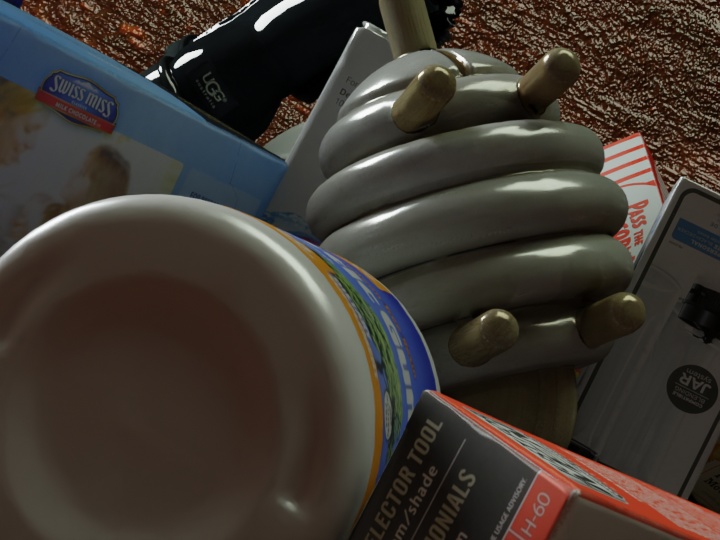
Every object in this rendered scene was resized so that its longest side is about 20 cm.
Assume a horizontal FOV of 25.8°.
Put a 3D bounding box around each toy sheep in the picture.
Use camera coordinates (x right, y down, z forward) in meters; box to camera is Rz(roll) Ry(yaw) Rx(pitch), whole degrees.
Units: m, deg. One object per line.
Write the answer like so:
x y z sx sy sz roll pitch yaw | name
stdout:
0.041 -0.017 0.602 0.137 0.201 0.138 -9 -11 -2 | toy sheep

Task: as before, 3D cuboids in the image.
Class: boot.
-0.025 -0.126 0.855 0.077 0.168 0.200 61 8 -7 | boot

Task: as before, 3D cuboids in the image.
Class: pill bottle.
-0.035 0.043 0.465 0.112 0.112 0.200 28 1 11 | pill bottle

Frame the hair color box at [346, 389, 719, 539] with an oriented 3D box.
0.078 0.113 0.401 0.200 0.102 0.061 25 4 -36 | hair color box

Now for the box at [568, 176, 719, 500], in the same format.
0.117 0.066 0.673 0.060 0.201 0.117 26 4 8 | box

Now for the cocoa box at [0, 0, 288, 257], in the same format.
-0.154 -0.039 0.635 0.131 0.134 0.200 30 4 37 | cocoa box

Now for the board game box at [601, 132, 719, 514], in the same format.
0.181 0.047 0.872 0.200 0.046 0.152 57 19 -35 | board game box

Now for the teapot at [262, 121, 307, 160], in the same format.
0.014 0.011 0.916 0.199 0.198 0.146 -9 20 -25 | teapot

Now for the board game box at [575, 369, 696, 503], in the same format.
0.138 0.083 0.871 0.196 0.056 0.201 21 49 -70 | board game box

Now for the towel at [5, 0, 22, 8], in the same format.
-0.220 -0.112 0.696 0.049 0.201 0.148 17 -5 31 | towel

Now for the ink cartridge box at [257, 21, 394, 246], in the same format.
0.000 0.000 0.743 0.084 0.201 0.145 27 2 11 | ink cartridge box
